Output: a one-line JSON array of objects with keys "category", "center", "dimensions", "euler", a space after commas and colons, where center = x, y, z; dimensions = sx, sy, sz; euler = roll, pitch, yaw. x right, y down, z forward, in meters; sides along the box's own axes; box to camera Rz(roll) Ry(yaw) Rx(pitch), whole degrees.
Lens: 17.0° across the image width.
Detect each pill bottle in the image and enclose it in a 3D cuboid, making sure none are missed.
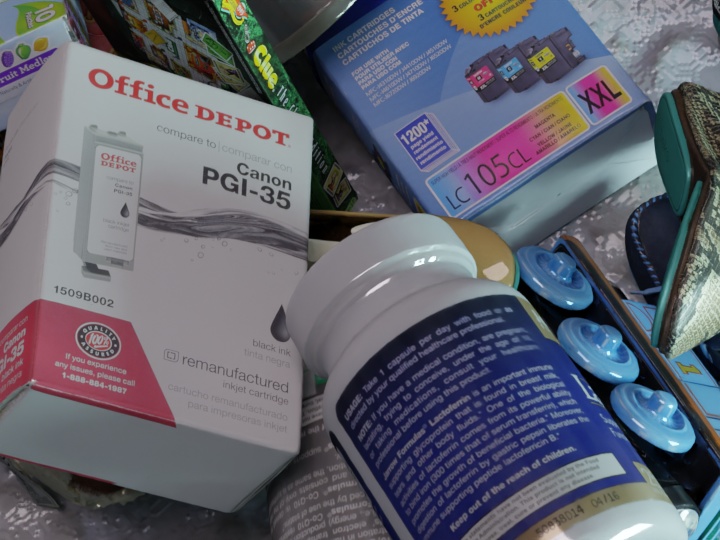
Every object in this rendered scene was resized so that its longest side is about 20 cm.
[{"category": "pill bottle", "center": [0.013, 0.145, 1.204], "dimensions": [0.113, 0.113, 0.201], "euler": [-12, 62, 8]}, {"category": "pill bottle", "center": [0.052, 0.077, 1.111], "dimensions": [0.116, 0.116, 0.200], "euler": [-32, 61, -3]}]

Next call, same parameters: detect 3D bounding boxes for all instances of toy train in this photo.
[{"category": "toy train", "center": [0.129, 0.066, 1.211], "dimensions": [0.087, 0.114, 0.200], "euler": [-57, 42, 24]}]

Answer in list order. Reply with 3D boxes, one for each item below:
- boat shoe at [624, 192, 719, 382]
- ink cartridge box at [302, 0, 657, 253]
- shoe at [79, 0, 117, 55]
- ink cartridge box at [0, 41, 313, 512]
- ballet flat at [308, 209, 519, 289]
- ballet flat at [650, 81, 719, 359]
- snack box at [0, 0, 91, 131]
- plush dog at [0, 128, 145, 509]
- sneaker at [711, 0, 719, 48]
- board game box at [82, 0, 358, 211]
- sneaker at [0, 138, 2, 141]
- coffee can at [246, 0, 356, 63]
[{"category": "boat shoe", "center": [0.210, 0.026, 1.240], "dimensions": [0.084, 0.069, 0.200], "euler": [-40, 62, -8]}, {"category": "ink cartridge box", "center": [0.056, -0.111, 1.341], "dimensions": [0.136, 0.076, 0.200], "euler": [-33, 60, -4]}, {"category": "shoe", "center": [-0.138, -0.128, 1.396], "dimensions": [0.091, 0.072, 0.201], "euler": [-14, 59, 10]}, {"category": "ink cartridge box", "center": [-0.106, 0.002, 1.203], "dimensions": [0.146, 0.083, 0.201], "euler": [16, 56, -23]}, {"category": "ballet flat", "center": [0.000, 0.000, 1.255], "dimensions": [0.200, 0.063, 0.069], "euler": [3, 81, 55]}, {"category": "ballet flat", "center": [0.185, -0.027, 1.210], "dimensions": [0.075, 0.068, 0.200], "euler": [9, 38, 1]}, {"category": "snack box", "center": [-0.248, -0.109, 1.321], "dimensions": [0.199, 0.053, 0.142], "euler": [-24, 34, 1]}, {"category": "plush dog", "center": [-0.155, 0.016, 1.298], "dimensions": [0.200, 0.160, 0.172], "euler": [43, 72, -2]}, {"category": "sneaker", "center": [0.281, -0.183, 1.317], "dimensions": [0.200, 0.080, 0.071], "euler": [-33, 62, -4]}, {"category": "board game box", "center": [-0.078, -0.099, 1.287], "dimensions": [0.104, 0.200, 0.024], "euler": [15, 64, 29]}, {"category": "sneaker", "center": [-0.293, -0.087, 1.421], "dimensions": [0.199, 0.067, 0.091], "euler": [-27, 56, -2]}, {"category": "coffee can", "center": [-0.096, -0.218, 1.306], "dimensions": [0.146, 0.200, 0.147], "euler": [-34, 26, 19]}]
